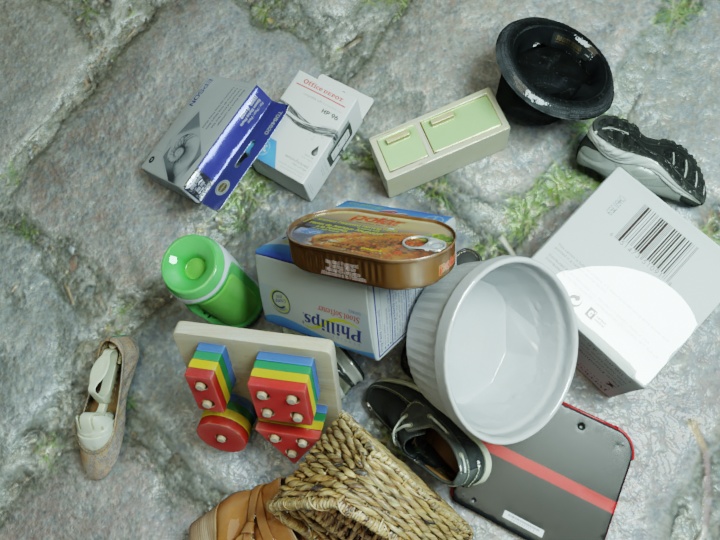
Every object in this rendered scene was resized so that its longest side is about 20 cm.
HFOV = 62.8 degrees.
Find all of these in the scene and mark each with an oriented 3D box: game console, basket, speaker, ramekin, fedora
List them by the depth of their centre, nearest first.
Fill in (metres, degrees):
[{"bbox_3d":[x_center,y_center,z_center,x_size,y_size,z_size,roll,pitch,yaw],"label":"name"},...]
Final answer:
[{"bbox_3d":[0.016,0.293,0.678,0.149,0.142,0.200,-48,113,-9],"label":"basket"},{"bbox_3d":[0.145,0.084,0.681,0.196,0.104,0.206,-3,95,-29],"label":"ramekin"},{"bbox_3d":[0.236,0.255,0.763,0.196,0.031,0.180,23,83,14],"label":"game console"},{"bbox_3d":[-0.192,0.022,0.795,0.086,0.200,0.091,-2,72,6],"label":"speaker"},{"bbox_3d":[0.269,-0.273,0.866,0.196,0.092,0.205,8,63,-15],"label":"fedora"}]

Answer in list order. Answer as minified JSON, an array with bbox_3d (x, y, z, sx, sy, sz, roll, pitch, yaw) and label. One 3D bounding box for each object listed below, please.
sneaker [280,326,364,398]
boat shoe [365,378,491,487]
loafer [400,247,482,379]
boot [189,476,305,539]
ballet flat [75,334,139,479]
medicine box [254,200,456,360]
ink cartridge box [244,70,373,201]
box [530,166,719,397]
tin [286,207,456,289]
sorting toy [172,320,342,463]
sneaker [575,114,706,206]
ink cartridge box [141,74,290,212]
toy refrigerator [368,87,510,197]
[{"bbox_3d":[-0.097,0.110,0.822,0.115,0.076,0.201,-41,75,-8],"label":"sneaker"},{"bbox_3d":[0.071,0.199,0.744,0.199,0.067,0.073,31,113,42],"label":"boat shoe"},{"bbox_3d":[0.118,0.055,0.812,0.071,0.072,0.203,22,77,14],"label":"loafer"},{"bbox_3d":[-0.128,0.375,0.732,0.153,0.074,0.203,-29,67,13],"label":"boot"},{"bbox_3d":[-0.369,0.190,0.838,0.066,0.067,0.205,2,74,8],"label":"ballet flat"},{"bbox_3d":[0.000,0.000,0.748,0.179,0.105,0.199,13,31,34],"label":"medicine box"},{"bbox_3d":[-0.076,-0.228,0.925,0.114,0.068,0.202,28,79,15],"label":"ink cartridge box"},{"bbox_3d":[0.330,0.019,0.764,0.200,0.131,0.199,-44,73,-6],"label":"box"},{"bbox_3d":[0.010,-0.027,0.639,0.196,0.043,0.112,12,35,32],"label":"tin"},{"bbox_3d":[-0.127,0.166,0.739,0.195,0.202,0.070,6,45,10],"label":"sorting toy"},{"bbox_3d":[0.401,-0.147,0.842,0.197,0.080,0.075,27,58,-1],"label":"sneaker"},{"bbox_3d":[-0.229,-0.205,0.913,0.198,0.041,0.202,24,77,39],"label":"ink cartridge box"},{"bbox_3d":[0.117,-0.193,0.888,0.196,0.070,0.077,-22,72,1],"label":"toy refrigerator"}]
